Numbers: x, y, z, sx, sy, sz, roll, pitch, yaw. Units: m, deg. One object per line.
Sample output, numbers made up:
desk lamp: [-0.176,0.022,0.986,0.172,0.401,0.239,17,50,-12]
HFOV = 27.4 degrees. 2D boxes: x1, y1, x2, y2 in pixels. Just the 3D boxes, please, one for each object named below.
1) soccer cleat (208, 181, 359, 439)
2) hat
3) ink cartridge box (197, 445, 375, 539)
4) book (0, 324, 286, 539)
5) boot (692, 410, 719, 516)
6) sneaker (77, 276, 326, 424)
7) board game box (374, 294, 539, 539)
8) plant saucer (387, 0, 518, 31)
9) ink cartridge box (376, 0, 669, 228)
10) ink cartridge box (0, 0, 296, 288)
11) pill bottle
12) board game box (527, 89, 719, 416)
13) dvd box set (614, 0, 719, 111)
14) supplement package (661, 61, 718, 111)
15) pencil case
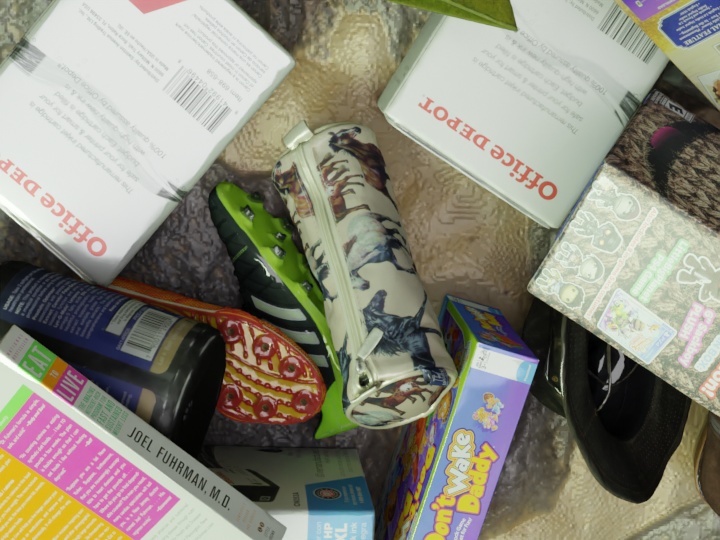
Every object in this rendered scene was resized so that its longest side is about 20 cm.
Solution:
soccer cleat: [-0.056,0.032,1.037,0.080,0.068,0.201,-31,102,18]
hat: [0.161,0.064,1.044,0.080,0.200,0.203,-4,106,35]
ink cartridge box: [-0.095,0.179,1.020,0.197,0.145,0.085,2,101,-6]
book: [-0.160,0.135,0.878,0.199,0.048,0.134,39,126,-12]
boot: [0.287,0.084,1.024,0.071,0.166,0.203,11,101,-5]
sneaker: [-0.112,0.046,1.014,0.198,0.077,0.074,23,101,7]
board game box: [0.059,0.132,1.030,0.044,0.135,0.203,16,100,-9]
plant saucer: [-0.026,-0.208,0.886,0.198,0.199,0.049,14,97,-37]
ink cartridge box: [0.123,-0.154,1.001,0.145,0.086,0.201,32,99,-11]
ink cartridge box: [-0.160,-0.113,0.983,0.144,0.084,0.200,41,94,-12]
pill bottle: [-0.194,0.060,0.935,0.197,0.112,0.113,18,100,7]
board game box: [0.225,0.000,0.911,0.199,0.159,0.097,33,120,6]
dvd box set: [0.245,-0.154,0.861,0.199,0.030,0.146,39,139,-23]
supplement package: [0.331,-0.132,1.008,0.198,0.120,0.122,27,97,-11]
pencil case: [0.000,0.000,0.984,0.077,0.089,0.202,-23,69,13]
